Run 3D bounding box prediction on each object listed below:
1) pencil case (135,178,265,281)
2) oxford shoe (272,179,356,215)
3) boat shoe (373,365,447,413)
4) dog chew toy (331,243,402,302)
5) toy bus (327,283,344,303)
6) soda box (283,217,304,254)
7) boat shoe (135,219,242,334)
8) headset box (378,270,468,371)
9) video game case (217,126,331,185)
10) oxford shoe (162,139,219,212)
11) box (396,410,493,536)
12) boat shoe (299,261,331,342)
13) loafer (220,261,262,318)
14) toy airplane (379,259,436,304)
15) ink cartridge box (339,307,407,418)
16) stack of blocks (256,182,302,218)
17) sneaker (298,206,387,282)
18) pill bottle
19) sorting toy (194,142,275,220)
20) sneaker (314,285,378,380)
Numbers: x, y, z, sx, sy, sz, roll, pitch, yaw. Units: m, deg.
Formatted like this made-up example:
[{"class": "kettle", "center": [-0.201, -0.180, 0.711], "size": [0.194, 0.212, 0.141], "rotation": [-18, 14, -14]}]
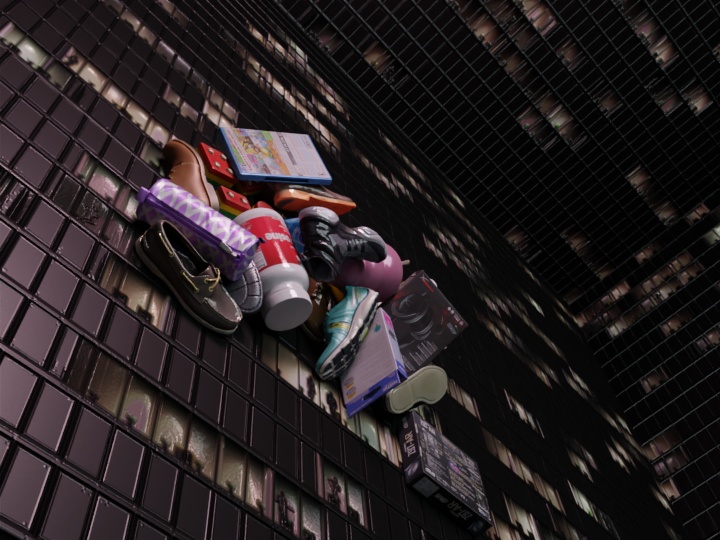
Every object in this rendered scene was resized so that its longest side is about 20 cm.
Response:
[{"class": "pencil case", "center": [-0.251, -0.062, 1.257], "size": [0.198, 0.085, 0.085], "rotation": [31, 10, 4]}, {"class": "oxford shoe", "center": [-0.089, -0.156, 1.622], "size": [0.198, 0.071, 0.074], "rotation": [10, 63, -44]}, {"class": "boat shoe", "center": [0.093, 0.229, 1.553], "size": [0.198, 0.065, 0.076], "rotation": [-18, 100, -50]}, {"class": "dog chew toy", "center": [0.000, 0.000, 1.572], "size": [0.125, 0.124, 0.199], "rotation": [56, 22, 20]}, {"class": "toy bus", "center": [-0.050, -0.008, 1.725], "size": [0.201, 0.065, 0.078], "rotation": [57, 21, 19]}, {"class": "soda box", "center": [-0.113, -0.067, 1.549], "size": [0.200, 0.063, 0.069], "rotation": [-150, -128, -81]}, {"class": "boat shoe", "center": [-0.247, 0.011, 1.214], "size": [0.200, 0.059, 0.072], "rotation": [47, 29, -9]}, {"class": "headset box", "center": [0.093, 0.122, 1.634], "size": [0.149, 0.200, 0.077], "rotation": [49, -10, -4]}, {"class": "video game case", "center": [-0.167, -0.223, 1.582], "size": [0.198, 0.018, 0.144], "rotation": [0, 46, -33]}, {"class": "oxford shoe", "center": [-0.312, -0.161, 1.408], "size": [0.071, 0.072, 0.201], "rotation": [-3, 45, -36]}, {"class": "box", "center": [0.155, 0.374, 1.496], "size": [0.200, 0.043, 0.161], "rotation": [41, 20, -26]}, {"class": "boat shoe", "center": [-0.092, 0.042, 1.520], "size": [0.072, 0.068, 0.201], "rotation": [34, 25, -44]}, {"class": "loafer", "center": [-0.218, -0.004, 1.324], "size": [0.071, 0.063, 0.201], "rotation": [-21, 68, -26]}, {"class": "toy airplane", "center": [0.112, 0.070, 1.832], "size": [0.199, 0.141, 0.200], "rotation": [36, 23, -37]}, {"class": "ink cartridge box", "center": [0.017, 0.169, 1.446], "size": [0.042, 0.119, 0.201], "rotation": [45, 18, -31]}, {"class": "stack of blocks", "center": [-0.154, -0.156, 1.688], "size": [0.200, 0.059, 0.115], "rotation": [41, -17, -26]}, {"class": "sneaker", "center": [-0.034, -0.026, 1.427], "size": [0.199, 0.075, 0.115], "rotation": [26, 59, -37]}, {"class": "pill bottle", "center": [-0.154, -0.001, 1.388], "size": [0.112, 0.112, 0.201], "rotation": [27, 29, -50]}, {"class": "sorting toy", "center": [-0.236, -0.136, 1.525], "size": [0.198, 0.069, 0.201], "rotation": [24, 31, -54]}, {"class": "sneaker", "center": [-0.035, 0.110, 1.447], "size": [0.079, 0.078, 0.201], "rotation": [19, 53, 15]}]
